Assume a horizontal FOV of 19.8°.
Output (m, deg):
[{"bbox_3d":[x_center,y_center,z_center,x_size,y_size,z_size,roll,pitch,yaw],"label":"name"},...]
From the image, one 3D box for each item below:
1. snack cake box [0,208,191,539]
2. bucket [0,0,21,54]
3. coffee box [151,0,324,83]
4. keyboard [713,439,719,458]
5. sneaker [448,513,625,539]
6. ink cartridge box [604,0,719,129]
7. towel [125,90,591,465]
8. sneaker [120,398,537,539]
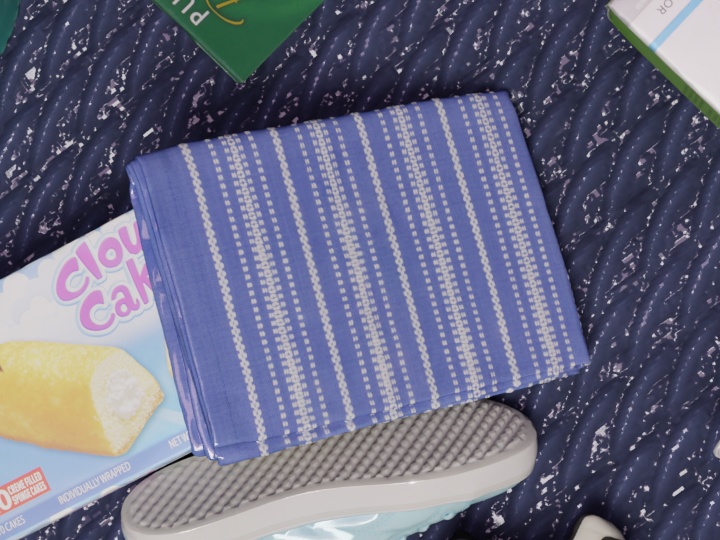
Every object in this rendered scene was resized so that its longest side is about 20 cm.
[{"bbox_3d":[-0.106,0.035,0.988,0.199,0.067,0.116,-27,88,7],"label":"snack cake box"},{"bbox_3d":[-0.262,-0.152,0.974,0.206,0.135,0.209,0,91,7],"label":"bucket"},{"bbox_3d":[-0.030,-0.199,0.958,0.200,0.044,0.123,-46,121,7],"label":"coffee box"},{"bbox_3d":[0.231,0.008,0.936,0.056,0.011,0.201,22,106,-28],"label":"keyboard"},{"bbox_3d":[0.040,0.171,0.975,0.199,0.076,0.088,-15,73,5],"label":"sneaker"},{"bbox_3d":[0.218,-0.088,0.943,0.200,0.059,0.104,45,95,5],"label":"ink cartridge box"},{"bbox_3d":[0.000,0.000,0.943,0.199,0.024,0.146,-12,80,-24],"label":"towel"},{"bbox_3d":[-0.010,0.117,0.985,0.199,0.074,0.082,-12,124,1],"label":"sneaker"}]
